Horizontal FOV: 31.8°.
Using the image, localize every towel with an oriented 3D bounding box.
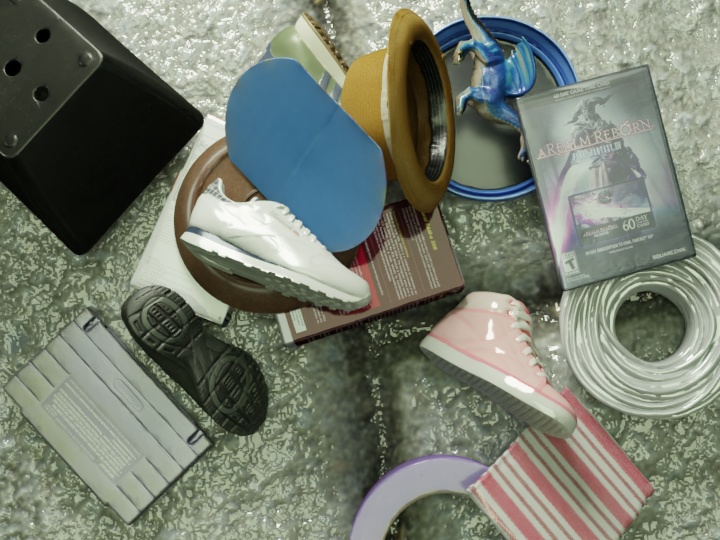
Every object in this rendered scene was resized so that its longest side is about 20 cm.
[{"bbox_3d":[0.204,0.223,1.274,0.147,0.030,0.200,49,48,4],"label":"towel"}]

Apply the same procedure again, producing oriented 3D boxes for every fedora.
[{"bbox_3d":[0.033,-0.156,1.259,0.081,0.200,0.202,-5,84,23],"label":"fedora"}]

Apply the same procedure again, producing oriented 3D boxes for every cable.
[{"bbox_3d":[0.305,0.055,1.324,0.198,0.069,0.202,-8,85,1],"label":"cable"}]

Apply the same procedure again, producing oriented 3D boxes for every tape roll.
[{"bbox_3d":[0.086,0.291,1.295,0.198,0.085,0.202,0,84,0],"label":"tape roll"}]

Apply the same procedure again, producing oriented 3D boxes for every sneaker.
[{"bbox_3d":[-0.173,0.092,1.325,0.076,0.091,0.200,-45,107,-20],"label":"sneaker"},{"bbox_3d":[-0.076,-0.023,1.244,0.199,0.076,0.081,24,73,4],"label":"sneaker"},{"bbox_3d":[-0.037,-0.169,1.356,0.090,0.067,0.201,-34,90,13],"label":"sneaker"},{"bbox_3d":[0.159,0.084,1.286,0.200,0.075,0.105,30,74,42],"label":"sneaker"}]

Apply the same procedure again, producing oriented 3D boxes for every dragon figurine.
[{"bbox_3d":[0.148,-0.208,1.314,0.099,0.059,0.202,-2,89,-2],"label":"dragon figurine"}]

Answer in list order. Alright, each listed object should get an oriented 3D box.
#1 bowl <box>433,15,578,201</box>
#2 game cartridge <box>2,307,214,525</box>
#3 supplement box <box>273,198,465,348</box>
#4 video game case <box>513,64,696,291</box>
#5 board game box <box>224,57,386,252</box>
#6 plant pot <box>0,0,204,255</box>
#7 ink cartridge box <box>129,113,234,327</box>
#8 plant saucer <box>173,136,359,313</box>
[{"bbox_3d":[0.138,-0.172,1.361,0.199,0.039,0.202,0,84,0],"label":"bowl"},{"bbox_3d":[-0.268,0.155,1.338,0.130,0.038,0.200,-43,86,1],"label":"game cartridge"},{"bbox_3d":[0.000,0.000,1.335,0.199,0.061,0.110,-17,82,0],"label":"supplement box"},{"bbox_3d":[0.248,-0.094,1.281,0.142,0.019,0.201,-15,92,-3],"label":"video game case"},{"bbox_3d":[-0.045,-0.119,1.240,0.200,0.158,0.039,46,45,8],"label":"board game box"},{"bbox_3d":[-0.313,-0.171,1.277,0.200,0.177,0.200,41,86,19],"label":"plant pot"},{"bbox_3d":[-0.154,-0.052,1.348,0.108,0.050,0.201,23,84,4],"label":"ink cartridge box"},{"bbox_3d":[-0.096,-0.057,1.300,0.199,0.034,0.202,0,79,3],"label":"plant saucer"}]
